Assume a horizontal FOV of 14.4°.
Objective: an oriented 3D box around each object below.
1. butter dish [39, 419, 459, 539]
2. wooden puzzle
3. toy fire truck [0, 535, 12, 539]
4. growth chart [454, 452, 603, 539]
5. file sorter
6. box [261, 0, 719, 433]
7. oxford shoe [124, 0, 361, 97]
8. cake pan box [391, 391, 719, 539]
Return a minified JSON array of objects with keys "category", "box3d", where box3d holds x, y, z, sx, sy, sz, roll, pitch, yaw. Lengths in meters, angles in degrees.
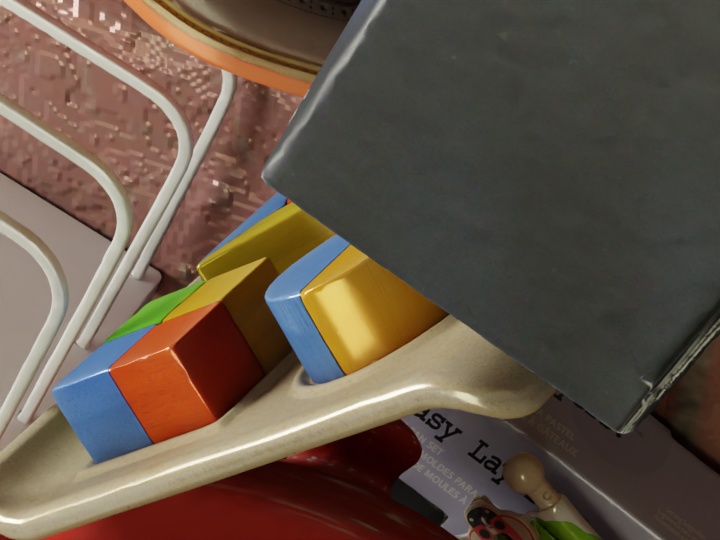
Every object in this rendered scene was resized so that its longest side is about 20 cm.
[{"category":"butter dish","box3d":[-0.021,0.110,0.888,0.199,0.148,0.200,10,162,22]},{"category":"wooden puzzle","box3d":[0.000,0.000,0.829,0.200,0.185,0.046,-15,108,39]},{"category":"toy fire truck","box3d":[-0.099,0.182,1.079,0.141,0.049,0.200,16,141,1]},{"category":"growth chart","box3d":[0.040,0.151,0.984,0.145,0.018,0.200,45,131,-11]},{"category":"file sorter","box3d":[-0.142,-0.017,0.898,0.139,0.200,0.125,32,127,2]},{"category":"box","box3d":[0.095,-0.103,0.715,0.123,0.200,0.199,34,131,-1]},{"category":"oxford shoe","box3d":[-0.048,-0.114,0.867,0.200,0.071,0.073,29,110,-10]},{"category":"cake pan box","box3d":[0.032,0.102,0.996,0.200,0.052,0.184,38,129,-3]}]
